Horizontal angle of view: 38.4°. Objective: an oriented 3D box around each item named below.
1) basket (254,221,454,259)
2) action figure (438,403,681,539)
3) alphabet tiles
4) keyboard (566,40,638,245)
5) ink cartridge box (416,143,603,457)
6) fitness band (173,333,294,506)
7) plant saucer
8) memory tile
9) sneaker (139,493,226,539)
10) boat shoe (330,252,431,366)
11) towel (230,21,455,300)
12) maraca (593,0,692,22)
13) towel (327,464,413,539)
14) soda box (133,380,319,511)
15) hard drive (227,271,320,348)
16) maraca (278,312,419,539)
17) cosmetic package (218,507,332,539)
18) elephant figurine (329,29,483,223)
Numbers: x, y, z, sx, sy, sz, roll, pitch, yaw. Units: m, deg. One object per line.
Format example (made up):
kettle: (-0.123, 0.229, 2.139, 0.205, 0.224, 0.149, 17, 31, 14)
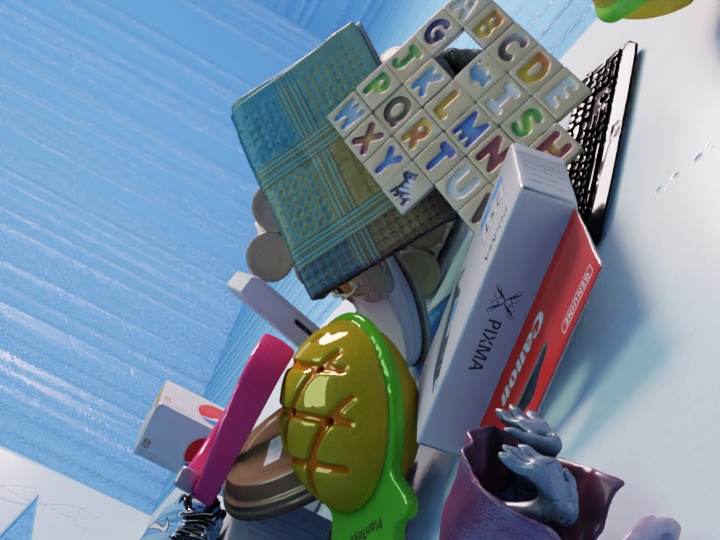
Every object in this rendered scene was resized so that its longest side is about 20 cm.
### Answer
basket: (-0.005, -0.078, 1.128, 0.163, 0.197, 0.198, -64, 9, 3)
action figure: (0.066, 0.175, 0.497, 0.148, 0.133, 0.204, 22, 100, 38)
alphabet tiles: (0.078, -0.119, 0.807, 0.167, 0.008, 0.201, -41, 52, 7)
keyboard: (0.153, -0.084, 0.772, 0.104, 0.039, 0.202, -49, 17, 53)
ink cartridge box: (0.089, 0.039, 0.681, 0.177, 0.044, 0.203, -83, 11, -66)
fitness band: (-0.104, 0.123, 0.862, 0.145, 0.037, 0.200, -61, 2, -12)
plant saucer: (-0.043, 0.150, 0.930, 0.198, 0.030, 0.200, -28, 14, 8)
memory tile: (-0.011, -0.054, 1.021, 0.017, 0.196, 0.157, -88, 4, -82)
sneaker: (-0.161, 0.235, 0.917, 0.091, 0.078, 0.200, -61, 9, -12)
boat shoe: (0.000, 0.000, 0.932, 0.068, 0.203, 0.074, -25, 5, -41)
towel: (-0.020, -0.094, 0.880, 0.145, 0.202, 0.022, -30, -21, 12)
maraca: (0.208, -0.242, 0.649, 0.200, 0.106, 0.139, -52, 18, 49)
towel: (-0.014, 0.250, 0.844, 0.145, 0.022, 0.202, -53, 13, 55)
soda box: (-0.133, 0.195, 1.082, 0.064, 0.198, 0.068, -60, 10, 11)
hard drive: (-0.070, 0.052, 1.019, 0.026, 0.131, 0.200, -50, 9, -6)
maraca: (-0.004, 0.130, 0.785, 0.137, 0.105, 0.203, -49, 45, 47)
cosmetic package: (-0.099, 0.305, 0.919, 0.074, 0.100, 0.202, -54, 14, 45)
elephant figurine: (0.060, -0.145, 0.927, 0.153, 0.203, 0.142, -18, 4, 10)
